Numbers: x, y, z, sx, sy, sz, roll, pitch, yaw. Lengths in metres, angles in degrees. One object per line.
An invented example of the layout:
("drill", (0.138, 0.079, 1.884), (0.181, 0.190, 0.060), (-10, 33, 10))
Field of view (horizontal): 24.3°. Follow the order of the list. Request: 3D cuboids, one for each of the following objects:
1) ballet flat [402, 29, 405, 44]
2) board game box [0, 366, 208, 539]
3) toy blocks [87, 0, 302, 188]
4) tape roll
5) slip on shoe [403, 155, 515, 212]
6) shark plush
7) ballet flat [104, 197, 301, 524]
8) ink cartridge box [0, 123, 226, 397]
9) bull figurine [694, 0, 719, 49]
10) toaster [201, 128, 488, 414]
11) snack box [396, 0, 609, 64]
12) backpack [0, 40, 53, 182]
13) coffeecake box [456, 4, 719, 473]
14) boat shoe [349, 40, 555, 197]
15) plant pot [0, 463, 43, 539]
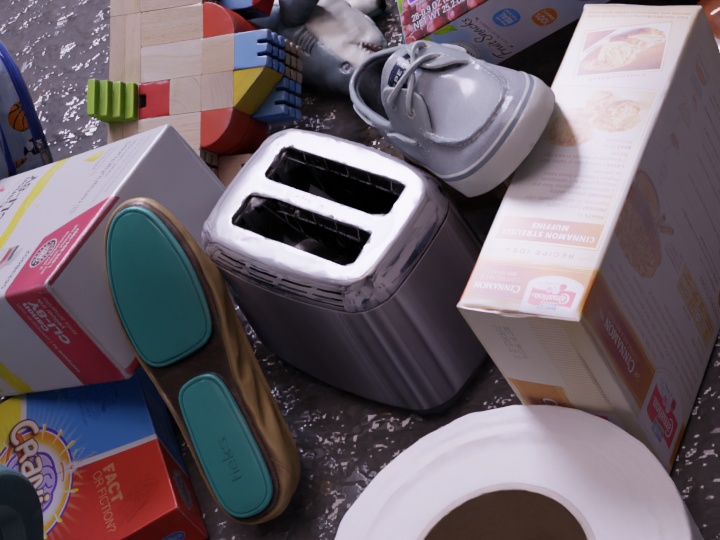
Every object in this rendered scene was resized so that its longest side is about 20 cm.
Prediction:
("ballet flat", (0.069, -0.232, 1.178), (0.068, 0.068, 0.201), (-4, 63, 14))
("board game box", (-0.206, 0.148, 1.044), (0.199, 0.040, 0.153), (-31, 47, 5))
("toy blocks", (-0.101, -0.126, 1.136), (0.136, 0.100, 0.202), (-4, 81, 25))
("tape roll", (0.081, 0.172, 0.849), (0.201, 0.071, 0.203), (-15, 50, 18))
("slip on shoe", (0.071, -0.060, 1.008), (0.061, 0.076, 0.200), (-50, 27, 7))
("shark plush", (-0.072, -0.156, 1.192), (0.199, 0.091, 0.084), (-3, 85, 20))
("ballet flat", (-0.091, 0.051, 0.976), (0.068, 0.063, 0.201), (-21, 91, 23))
("ink cartridge box", (-0.191, 0.000, 1.069), (0.199, 0.083, 0.146), (-12, 37, 47))
("bull figurine", (0.249, -0.148, 0.981), (0.199, 0.065, 0.121), (-33, 21, -13))
("toaster", (0.000, 0.000, 0.985), (0.199, 0.129, 0.114), (22, 69, 38))
("snack box", (0.110, -0.239, 1.053), (0.199, 0.068, 0.170), (-26, 56, 27))
("backpack", (-0.319, -0.105, 1.201), (0.199, 0.191, 0.154), (20, 51, 38))
("coffeecake box", (0.144, -0.017, 0.902), (0.073, 0.154, 0.201), (6, 58, 34))
("boat shoe", (0.040, -0.091, 0.921), (0.070, 0.071, 0.201), (-58, 19, -2))
("plant pot", (-0.289, 0.151, 0.941), (0.187, 0.200, 0.201), (15, 62, 19))
